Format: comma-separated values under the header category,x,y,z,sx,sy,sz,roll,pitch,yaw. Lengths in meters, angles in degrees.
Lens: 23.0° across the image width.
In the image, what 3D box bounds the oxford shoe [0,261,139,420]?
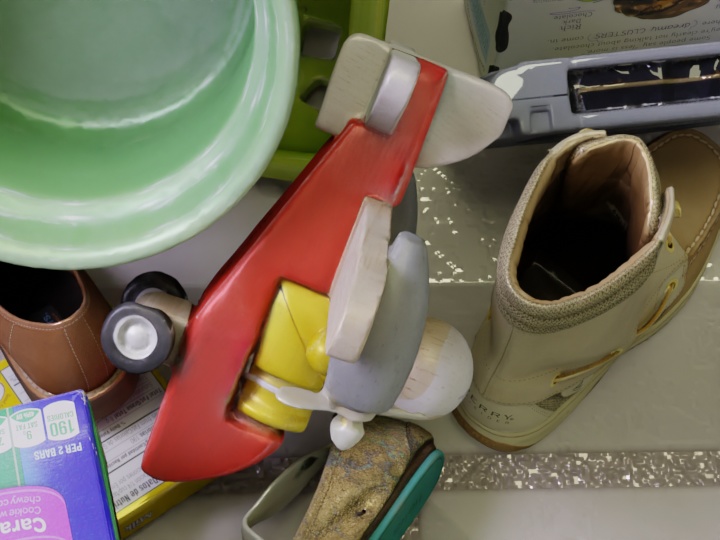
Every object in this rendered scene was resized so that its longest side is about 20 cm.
category,x,y,z,sx,sy,sz,roll,pitch,yaw
oxford shoe,-0.174,-0.015,0.828,0.071,0.072,0.199,-38,54,-22

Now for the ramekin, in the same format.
category,x,y,z,sx,sy,sz,roll,pitch,yaw
ramekin,-0.119,-0.111,0.714,0.198,0.202,0.098,6,30,-1

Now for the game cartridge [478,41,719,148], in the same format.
category,x,y,z,sx,sy,sz,roll,pitch,yaw
game cartridge,0.143,-0.086,0.867,0.198,0.133,0.041,-6,88,-9

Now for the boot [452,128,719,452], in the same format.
category,x,y,z,sx,sy,sz,roll,pitch,yaw
boot,0.120,-0.022,0.815,0.073,0.156,0.200,39,66,16

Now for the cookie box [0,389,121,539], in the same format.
category,x,y,z,sx,sy,sz,roll,pitch,yaw
cookie box,-0.164,0.167,0.678,0.169,0.075,0.202,-14,62,-6

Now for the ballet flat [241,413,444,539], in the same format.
category,x,y,z,sx,sy,sz,roll,pitch,yaw
ballet flat,-0.031,0.135,0.762,0.070,0.071,0.200,27,49,10

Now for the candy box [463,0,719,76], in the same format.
category,x,y,z,sx,sy,sz,roll,pitch,yaw
candy box,0.145,-0.179,0.876,0.166,0.201,0.072,-8,60,-8

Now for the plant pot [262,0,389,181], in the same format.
category,x,y,z,sx,sy,sz,roll,pitch,yaw
plant pot,-0.074,-0.182,0.870,0.197,0.201,0.183,10,53,2

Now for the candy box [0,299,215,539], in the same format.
category,x,y,z,sx,sy,sz,roll,pitch,yaw
candy box,-0.171,0.103,0.801,0.199,0.026,0.102,-31,68,-19

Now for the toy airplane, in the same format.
category,x,y,z,sx,sy,sz,roll,pitch,yaw
toy airplane,0.000,0.000,0.760,0.141,0.199,0.200,41,53,-7
